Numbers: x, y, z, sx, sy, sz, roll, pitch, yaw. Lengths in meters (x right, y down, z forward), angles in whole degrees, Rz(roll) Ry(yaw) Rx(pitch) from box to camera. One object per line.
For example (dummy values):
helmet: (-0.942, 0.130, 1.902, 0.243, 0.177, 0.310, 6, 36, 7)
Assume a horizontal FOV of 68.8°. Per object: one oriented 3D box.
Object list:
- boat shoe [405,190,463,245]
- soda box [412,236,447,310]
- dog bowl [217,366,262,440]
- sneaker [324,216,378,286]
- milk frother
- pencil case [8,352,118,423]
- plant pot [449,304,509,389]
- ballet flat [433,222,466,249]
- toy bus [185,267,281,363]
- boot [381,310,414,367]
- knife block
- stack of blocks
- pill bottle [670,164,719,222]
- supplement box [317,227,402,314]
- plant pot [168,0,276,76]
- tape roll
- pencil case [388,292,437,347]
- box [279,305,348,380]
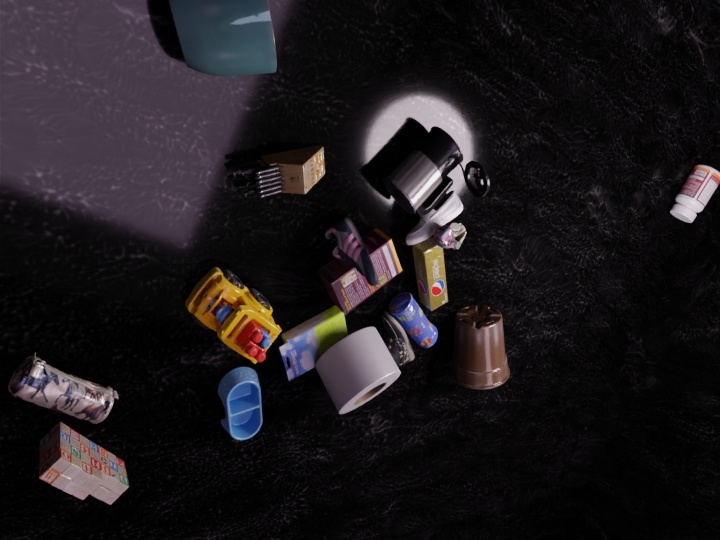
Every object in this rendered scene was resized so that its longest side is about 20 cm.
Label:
boat shoe: (0.196, -0.147, 1.441, 0.197, 0.072, 0.070, -35, 109, -8)
soda box: (0.202, 0.009, 1.520, 0.066, 0.064, 0.206, -25, 124, -20)
dog bowl: (-0.306, 0.351, 1.363, 0.108, 0.049, 0.207, -12, 118, -28)
sneaker: (-0.021, -0.034, 1.278, 0.080, 0.204, 0.071, -26, 148, -4)
milk frother: (0.192, -0.219, 1.310, 0.188, 0.199, 0.181, -46, 122, -4)
pencil case: (-0.612, 0.250, 1.093, 0.089, 0.079, 0.199, -39, 131, 15)
plant pot: (0.379, 0.233, 1.676, 0.194, 0.199, 0.206, -16, 114, -25)
ballet flat: (0.253, -0.098, 1.445, 0.071, 0.070, 0.199, -44, 166, 18)
toy bus: (-0.275, 0.117, 1.180, 0.136, 0.192, 0.200, -47, 128, 0)
boot: (0.069, 0.232, 1.538, 0.152, 0.073, 0.207, -36, 128, -10)
knife block: (-0.184, -0.222, 1.165, 0.201, 0.169, 0.066, -61, 154, -56)
stack of blocks: (-0.609, 0.440, 1.166, 0.058, 0.115, 0.202, -40, 129, -7)
pill bottle: (1.318, -0.301, 2.072, 0.108, 0.109, 0.204, 23, 100, -38)
supplement box: (0.000, 0.000, 1.368, 0.197, 0.085, 0.112, -36, 128, -14)
plant pot: (-0.248, -0.443, 0.926, 0.155, 0.202, 0.207, -15, 122, -11)
tape roll: (-0.007, 0.268, 1.407, 0.198, 0.142, 0.204, -28, 159, -12)
pencil case: (0.159, 0.145, 1.550, 0.076, 0.089, 0.201, -17, 134, 27)
box: (-0.125, 0.193, 1.405, 0.195, 0.047, 0.126, -26, 125, -21)
